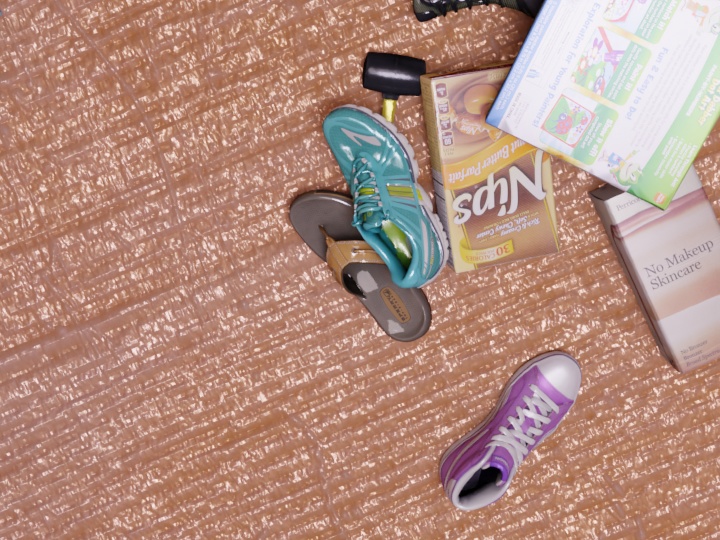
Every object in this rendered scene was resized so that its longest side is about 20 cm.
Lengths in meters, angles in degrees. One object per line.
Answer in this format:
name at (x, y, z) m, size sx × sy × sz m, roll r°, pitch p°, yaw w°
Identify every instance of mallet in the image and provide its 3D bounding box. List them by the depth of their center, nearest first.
mallet at (0.034, -0.127, 1.189) m, size 0.065 × 0.041 × 0.201 m, roll 0°, pitch 104°, yaw -3°

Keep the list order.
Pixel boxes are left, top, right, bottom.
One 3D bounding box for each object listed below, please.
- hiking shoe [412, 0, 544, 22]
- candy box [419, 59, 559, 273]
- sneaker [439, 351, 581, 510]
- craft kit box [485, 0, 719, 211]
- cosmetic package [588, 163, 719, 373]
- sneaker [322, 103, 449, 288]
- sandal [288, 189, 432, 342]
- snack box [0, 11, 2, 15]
hiking shoe at (0.099, -0.290, 1.150) m, size 0.199 × 0.076 × 0.101 m, roll 30°, pitch 106°, yaw 4°
candy box at (0.133, -0.108, 1.162) m, size 0.115 × 0.055 × 0.201 m, roll -11°, pitch 105°, yaw -7°
sneaker at (0.167, 0.176, 1.195) m, size 0.073 × 0.114 × 0.201 m, roll 40°, pitch 95°, yaw -5°
craft kit box at (0.249, -0.189, 1.072) m, size 0.197 × 0.049 × 0.201 m, roll 27°, pitch 108°, yaw 2°
cosmetic package at (0.328, -0.009, 1.180) m, size 0.103 × 0.087 × 0.201 m, roll -27°, pitch 98°, yaw 5°
sneaker at (0.022, -0.075, 1.133) m, size 0.077 × 0.080 × 0.201 m, roll -28°, pitch 94°, yaw 38°
sandal at (0.000, 0.000, 1.187) m, size 0.082 × 0.055 × 0.200 m, roll -30°, pitch 102°, yaw 25°
snack box at (-0.481, -0.239, 1.163) m, size 0.200 × 0.037 × 0.116 m, roll -42°, pitch 97°, yaw 6°
